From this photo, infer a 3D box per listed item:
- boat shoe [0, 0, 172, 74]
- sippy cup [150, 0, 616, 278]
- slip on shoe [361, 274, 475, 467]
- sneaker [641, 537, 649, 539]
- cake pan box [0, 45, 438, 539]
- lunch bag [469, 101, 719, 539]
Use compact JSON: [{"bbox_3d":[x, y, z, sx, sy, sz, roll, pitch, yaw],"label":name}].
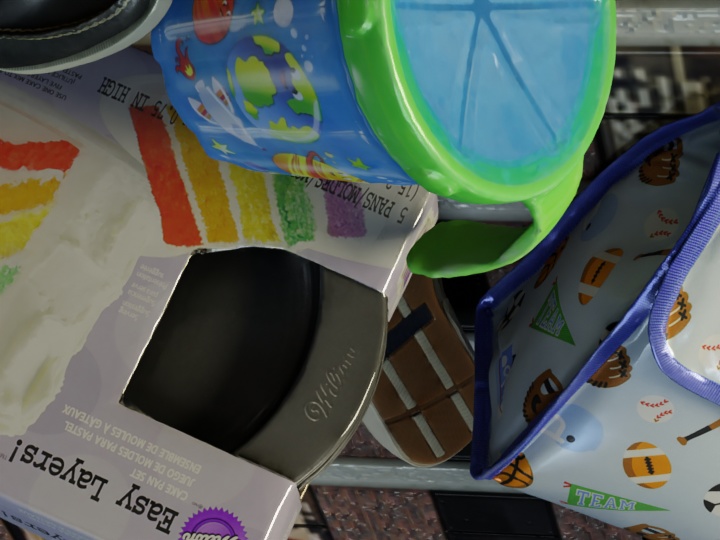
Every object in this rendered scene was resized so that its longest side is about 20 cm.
[{"bbox_3d":[-0.155,-0.105,1.031,0.199,0.072,0.067,3,-171,32],"label":"boat shoe"},{"bbox_3d":[0.001,-0.088,1.010,0.130,0.179,0.139,-4,176,41],"label":"sippy cup"},{"bbox_3d":[0.000,0.000,1.211,0.061,0.076,0.200,42,165,45],"label":"slip on shoe"},{"bbox_3d":[0.161,0.126,1.355,0.082,0.078,0.200,-9,144,31],"label":"sneaker"},{"bbox_3d":[-0.087,0.015,1.089,0.199,0.185,0.052,25,168,9],"label":"cake pan box"},{"bbox_3d":[0.163,0.028,1.159,0.169,0.124,0.200,23,133,-21],"label":"lunch bag"}]
